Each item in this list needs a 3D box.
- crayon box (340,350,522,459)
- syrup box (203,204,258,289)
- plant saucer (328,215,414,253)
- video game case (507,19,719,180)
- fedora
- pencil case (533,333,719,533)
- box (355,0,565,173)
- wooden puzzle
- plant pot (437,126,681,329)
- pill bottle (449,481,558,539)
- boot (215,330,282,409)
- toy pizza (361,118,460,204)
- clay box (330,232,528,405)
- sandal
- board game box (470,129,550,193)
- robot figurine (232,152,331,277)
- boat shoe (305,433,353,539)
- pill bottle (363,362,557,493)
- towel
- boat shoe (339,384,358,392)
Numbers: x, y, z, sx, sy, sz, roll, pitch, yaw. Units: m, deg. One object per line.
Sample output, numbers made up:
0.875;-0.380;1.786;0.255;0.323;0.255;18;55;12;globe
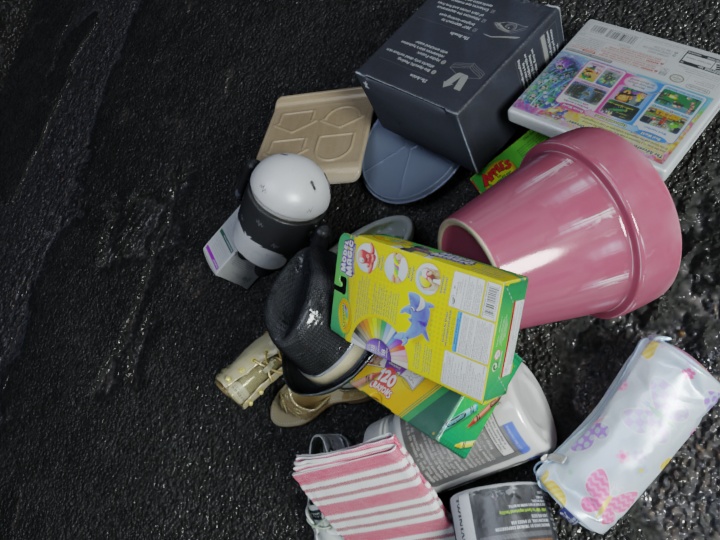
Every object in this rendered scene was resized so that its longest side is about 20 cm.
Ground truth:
0.064;0.104;0.700;0.200;0.058;0.119;21;76;53;crayon box
-0.172;-0.071;1.088;0.200;0.079;0.082;-46;49;13;syrup box
0.000;0.000;0.906;0.200;0.050;0.200;-30;21;13;plant saucer
0.307;-0.207;0.742;0.200;0.024;0.182;33;73;32;video game case
-0.051;0.042;0.748;0.200;0.092;0.201;-28;42;28;fedora
0.264;0.162;0.633;0.091;0.083;0.200;40;97;21;pencil case
0.138;-0.269;0.865;0.200;0.118;0.197;-46;51;-9;box
-0.071;-0.211;1.040;0.184;0.046;0.201;-2;55;17;wooden puzzle
0.188;-0.027;0.658;0.178;0.200;0.200;-22;49;-15;plant pot
0.156;0.323;0.634;0.106;0.106;0.201;-24;57;29;pill bottle
-0.118;0.127;0.892;0.155;0.073;0.200;-41;18;-26;boot
0.087;-0.189;0.965;0.200;0.032;0.201;-17;59;32;toy pizza
0.056;0.036;0.617;0.200;0.047;0.115;21;110;41;clay box
-0.072;0.170;0.908;0.211;0.070;0.078;-21;59;30;sandal
0.249;-0.139;0.803;0.200;0.048;0.102;-40;51;18;board game box
-0.119;-0.082;0.952;0.125;0.150;0.200;-87;19;-46;robot figurine
-0.044;0.313;0.825;0.073;0.067;0.201;-25;57;29;boat shoe
0.109;0.186;0.727;0.200;0.114;0.114;-30;55;25;pill bottle
0.029;0.271;0.723;0.146;0.200;0.030;-22;23;30;towel
0.035;0.088;0.837;0.200;0.068;0.075;-34;53;9;boat shoe
